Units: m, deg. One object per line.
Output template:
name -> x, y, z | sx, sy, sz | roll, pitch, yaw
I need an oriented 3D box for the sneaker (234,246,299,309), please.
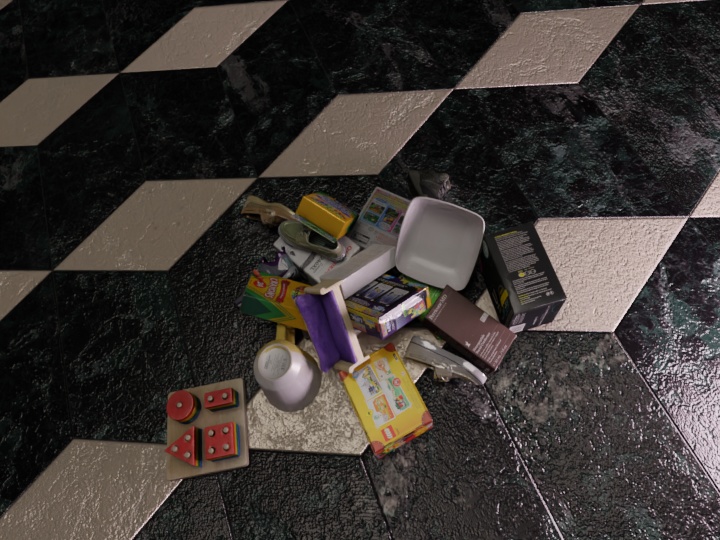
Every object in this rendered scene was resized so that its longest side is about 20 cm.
sneaker -> -0.252, 0.021, 1.348 | 0.197, 0.074, 0.089 | -30, 84, 12

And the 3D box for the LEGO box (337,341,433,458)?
LEGO box -> 0.056, 0.293, 1.194 | 0.146, 0.078, 0.203 | -27, 64, -4

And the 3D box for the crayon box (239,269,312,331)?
crayon box -> -0.177, 0.072, 1.248 | 0.195, 0.052, 0.128 | 16, 26, -9

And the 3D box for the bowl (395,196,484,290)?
bowl -> 0.193, -0.070, 1.284 | 0.195, 0.075, 0.205 | 18, 107, 11

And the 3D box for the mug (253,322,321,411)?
mug -> -0.187, 0.221, 1.225 | 0.148, 0.154, 0.188 | -33, 64, -7

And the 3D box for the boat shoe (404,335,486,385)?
boat shoe -> 0.191, 0.222, 1.211 | 0.197, 0.072, 0.067 | 27, 75, 20

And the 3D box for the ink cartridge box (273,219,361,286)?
ink cartridge box -> -0.107, -0.046, 1.376 | 0.198, 0.084, 0.146 | 37, 75, 23

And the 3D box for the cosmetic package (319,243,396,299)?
cosmetic package -> 0.000, 0.000, 1.285 | 0.198, 0.052, 0.081 | -32, 26, -36

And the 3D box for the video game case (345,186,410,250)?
video game case -> 0.084, -0.116, 1.413 | 0.196, 0.024, 0.184 | 25, 71, 20

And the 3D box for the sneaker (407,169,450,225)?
sneaker -> 0.198, -0.200, 1.387 | 0.111, 0.077, 0.202 | -12, 46, -2

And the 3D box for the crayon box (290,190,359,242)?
crayon box -> -0.083, -0.140, 1.318 | 0.124, 0.200, 0.052 | 31, 108, 3

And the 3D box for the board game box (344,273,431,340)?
board game box -> 0.041, 0.076, 1.229 | 0.163, 0.058, 0.198 | -30, 28, -30

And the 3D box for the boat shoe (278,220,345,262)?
boat shoe -> -0.124, -0.086, 1.314 | 0.196, 0.062, 0.073 | 22, 70, 19

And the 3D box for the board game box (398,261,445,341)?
board game box -> 0.171, 0.079, 1.305 | 0.095, 0.030, 0.200 | -38, 63, -10

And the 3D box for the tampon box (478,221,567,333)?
tampon box -> 0.370, 0.021, 1.232 | 0.123, 0.151, 0.205 | -15, 63, 0

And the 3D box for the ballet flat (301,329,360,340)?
ballet flat -> -0.051, 0.144, 1.297 | 0.194, 0.072, 0.074 | -6, 64, 6

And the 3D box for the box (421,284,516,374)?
box -> 0.251, 0.136, 1.221 | 0.198, 0.075, 0.101 | 35, 76, 12

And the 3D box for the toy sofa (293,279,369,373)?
toy sofa -> -0.064, 0.128, 1.173 | 0.096, 0.082, 0.205 | -26, 104, -31

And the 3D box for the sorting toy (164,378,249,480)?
sorting toy -> -0.370, 0.366, 1.232 | 0.193, 0.070, 0.205 | -12, 64, 3

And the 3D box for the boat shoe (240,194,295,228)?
boat shoe -> -0.246, -0.149, 1.459 | 0.196, 0.071, 0.066 | 20, 73, 28
